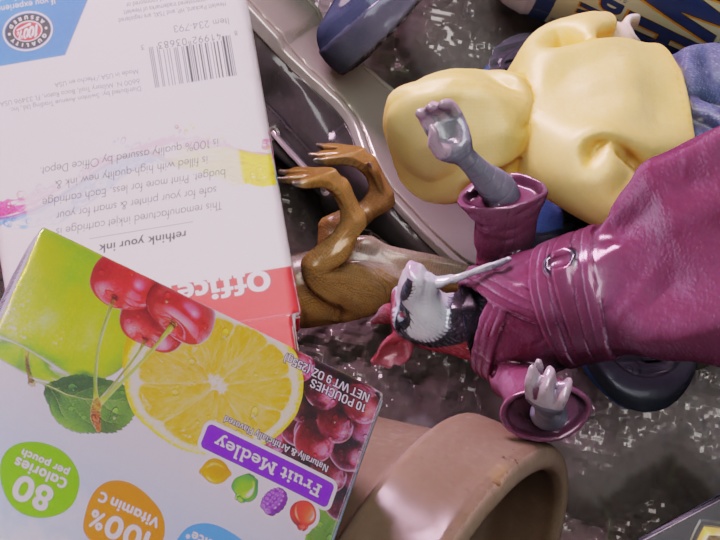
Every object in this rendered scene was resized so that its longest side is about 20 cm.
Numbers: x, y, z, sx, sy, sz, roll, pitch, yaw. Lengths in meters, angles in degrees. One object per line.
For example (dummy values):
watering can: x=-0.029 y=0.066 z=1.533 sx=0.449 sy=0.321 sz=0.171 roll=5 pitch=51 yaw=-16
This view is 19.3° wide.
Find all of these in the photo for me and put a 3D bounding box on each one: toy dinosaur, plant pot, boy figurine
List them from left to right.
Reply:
plant pot: x=-0.032 y=0.126 z=0.885 sx=0.174 sy=0.200 sz=0.201 roll=26 pitch=70 yaw=21
toy dinosaur: x=0.000 y=0.000 z=0.954 sx=0.199 sy=0.060 sz=0.107 roll=-6 pitch=108 yaw=-5
boy figurine: x=0.109 y=-0.059 z=0.924 sx=0.199 sy=0.065 sz=0.125 roll=-6 pitch=58 yaw=-13

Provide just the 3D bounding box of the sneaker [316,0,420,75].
sneaker: x=0.016 y=-0.187 z=1.001 sx=0.082 sy=0.070 sz=0.201 roll=35 pitch=68 yaw=-15

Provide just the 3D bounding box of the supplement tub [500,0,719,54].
supplement tub: x=0.176 y=-0.165 z=1.015 sx=0.199 sy=0.145 sz=0.146 roll=19 pitch=71 yaw=-1

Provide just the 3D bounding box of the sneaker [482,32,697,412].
sneaker: x=0.101 y=-0.013 z=0.976 sx=0.066 sy=0.079 sz=0.201 roll=-9 pitch=58 yaw=-18

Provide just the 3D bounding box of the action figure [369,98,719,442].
action figure: x=0.097 y=0.004 z=0.865 sx=0.199 sy=0.149 sz=0.135 roll=-12 pitch=71 yaw=24

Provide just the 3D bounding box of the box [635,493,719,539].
box: x=0.186 y=0.107 z=0.920 sx=0.199 sy=0.159 sz=0.046 roll=-26 pitch=80 yaw=-15

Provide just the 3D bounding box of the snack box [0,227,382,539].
snack box: x=-0.089 y=0.104 z=0.734 sx=0.142 sy=0.053 sz=0.201 roll=26 pitch=62 yaw=-10

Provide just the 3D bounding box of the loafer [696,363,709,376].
loafer: x=0.211 y=-0.016 z=0.991 sx=0.199 sy=0.070 sz=0.075 roll=-26 pitch=41 yaw=11

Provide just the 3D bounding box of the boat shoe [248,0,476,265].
boat shoe: x=-0.014 y=-0.066 z=1.012 sx=0.200 sy=0.057 sz=0.067 roll=50 pitch=37 yaw=6

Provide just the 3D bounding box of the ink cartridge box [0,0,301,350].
ink cartridge box: x=-0.090 y=-0.026 z=0.873 sx=0.116 sy=0.067 sz=0.201 roll=-9 pitch=84 yaw=-3
